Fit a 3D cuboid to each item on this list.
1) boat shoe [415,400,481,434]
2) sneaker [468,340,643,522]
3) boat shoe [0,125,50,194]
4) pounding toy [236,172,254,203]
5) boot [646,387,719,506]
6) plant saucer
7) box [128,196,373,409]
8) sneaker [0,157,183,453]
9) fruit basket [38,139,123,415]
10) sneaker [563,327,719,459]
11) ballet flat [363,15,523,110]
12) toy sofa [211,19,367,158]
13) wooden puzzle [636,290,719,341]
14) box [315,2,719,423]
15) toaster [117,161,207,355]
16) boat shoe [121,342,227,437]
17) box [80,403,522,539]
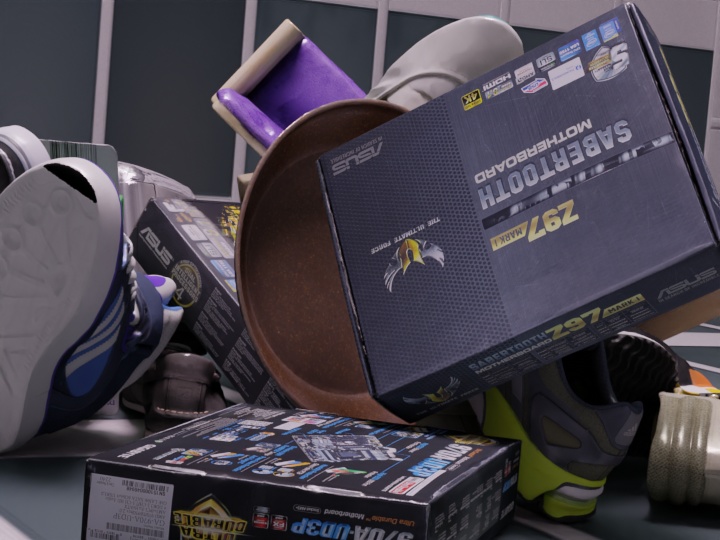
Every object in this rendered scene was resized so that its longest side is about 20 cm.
[{"bbox_3d":[0.097,0.090,1.032,0.072,0.062,0.200,7,5,30],"label":"boat shoe"},{"bbox_3d":[0.088,0.037,0.943,0.074,0.081,0.200,3,44,-50],"label":"sneaker"},{"bbox_3d":[-0.232,0.009,0.999,0.069,0.200,0.057,34,27,21],"label":"boat shoe"},{"bbox_3d":[-0.010,0.011,1.329,0.142,0.184,0.200,-8,6,-6],"label":"pounding toy"},{"bbox_3d":[0.247,0.102,0.997,0.155,0.072,0.200,4,7,17],"label":"boot"},{"bbox_3d":[0.000,0.000,1.016,0.200,0.201,0.037,1,-6,-38],"label":"plant saucer"},{"bbox_3d":[-0.038,0.032,1.121,0.161,0.049,0.200,0,40,-46],"label":"box"},{"bbox_3d":[-0.151,0.005,0.973,0.081,0.200,0.146,35,32,16],"label":"sneaker"},{"bbox_3d":[-0.248,-0.002,1.088,0.200,0.185,0.094,7,21,11],"label":"fruit basket"},{"bbox_3d":[0.153,0.064,1.048,0.090,0.070,0.200,38,7,37],"label":"sneaker"},{"bbox_3d":[0.024,-0.089,1.086,0.069,0.069,0.200,0,-22,-47],"label":"ballet flat"},{"bbox_3d":[-0.007,-0.079,1.209,0.200,0.083,0.098,45,4,4],"label":"toy sofa"},{"bbox_3d":[0.124,-0.005,1.103,0.185,0.200,0.046,-26,27,14],"label":"wooden puzzle"},{"bbox_3d":[0.084,-0.029,0.903,0.200,0.158,0.051,-25,-32,19],"label":"box"},{"bbox_3d":[-0.198,0.001,1.218,0.200,0.129,0.114,-9,-14,26],"label":"toaster"},{"bbox_3d":[-0.117,0.069,1.105,0.067,0.057,0.200,4,5,-12],"label":"boat shoe"},{"bbox_3d":[-0.020,0.105,0.821,0.159,0.046,0.200,6,4,16],"label":"box"}]
